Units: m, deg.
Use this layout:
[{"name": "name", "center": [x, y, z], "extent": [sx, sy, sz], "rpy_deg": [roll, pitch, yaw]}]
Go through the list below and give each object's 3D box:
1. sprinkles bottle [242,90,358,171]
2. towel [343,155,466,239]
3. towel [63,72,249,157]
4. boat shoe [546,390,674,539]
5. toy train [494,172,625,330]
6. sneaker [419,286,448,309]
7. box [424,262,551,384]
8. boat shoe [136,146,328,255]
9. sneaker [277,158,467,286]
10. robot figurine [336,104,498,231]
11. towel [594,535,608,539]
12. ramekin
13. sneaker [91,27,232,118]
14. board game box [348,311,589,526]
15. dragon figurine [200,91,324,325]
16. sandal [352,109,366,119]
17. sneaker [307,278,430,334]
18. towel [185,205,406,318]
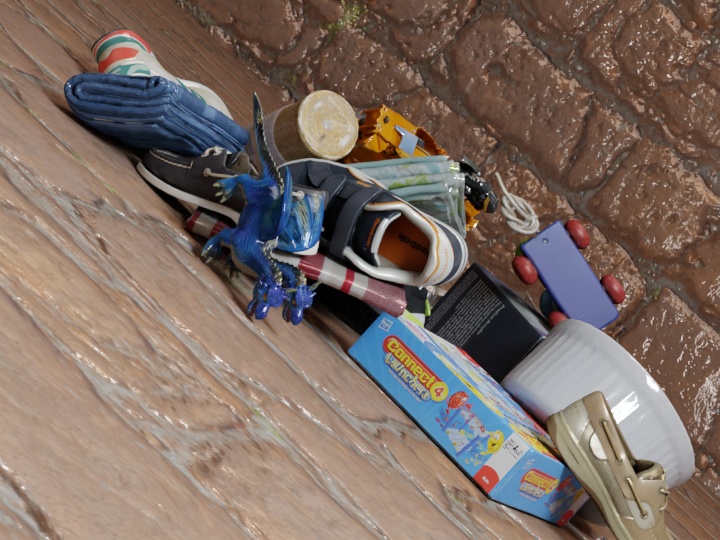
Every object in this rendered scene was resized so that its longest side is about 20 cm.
[{"name": "sprinkles bottle", "center": [-0.083, -0.118, 1.714], "extent": [0.068, 0.068, 0.200], "rpy_deg": [39, -29, -21]}, {"name": "towel", "center": [0.004, -0.056, 1.718], "extent": [0.171, 0.200, 0.048], "rpy_deg": [72, 13, -72]}, {"name": "towel", "center": [-0.183, -0.132, 1.611], "extent": [0.111, 0.049, 0.200], "rpy_deg": [6, -7, 20]}, {"name": "boat shoe", "center": [0.244, 0.199, 1.577], "extent": [0.200, 0.064, 0.071], "rpy_deg": [54, 12, -13]}, {"name": "toy train", "center": [0.192, -0.022, 1.892], "extent": [0.200, 0.085, 0.116], "rpy_deg": [56, -6, -5]}, {"name": "sneaker", "center": [0.043, 0.022, 2.077], "extent": [0.200, 0.078, 0.091], "rpy_deg": [44, -11, -10]}, {"name": "box", "center": [0.189, 0.122, 1.951], "extent": [0.200, 0.123, 0.198], "rpy_deg": [37, 8, -30]}, {"name": "boat shoe", "center": [-0.111, -0.075, 1.541], "extent": [0.200, 0.060, 0.074], "rpy_deg": [27, 13, 34]}, {"name": "sneaker", "center": [-0.003, -0.046, 1.576], "extent": [0.200, 0.079, 0.079], "rpy_deg": [22, 10, 15]}, {"name": "robot figurine", "center": [0.048, -0.099, 1.819], "extent": [0.145, 0.058, 0.200], "rpy_deg": [1, -30, 49]}, {"name": "towel", "center": [0.287, 0.313, 1.618], "extent": [0.146, 0.030, 0.200], "rpy_deg": [46, 7, 31]}, {"name": "ramekin", "center": [0.224, 0.156, 1.740], "extent": [0.200, 0.098, 0.201], "rpy_deg": [47, -18, 21]}, {"name": "sneaker", "center": [-0.206, -0.171, 1.886], "extent": [0.200, 0.070, 0.093], "rpy_deg": [39, 24, -42]}, {"name": "board game box", "center": [0.107, 0.136, 1.615], "extent": [0.196, 0.056, 0.200], "rpy_deg": [44, 6, 28]}, {"name": "dragon figurine", "center": [-0.067, -0.046, 1.425], "extent": [0.099, 0.200, 0.059], "rpy_deg": [-2, -26, 35]}, {"name": "sandal", "center": [0.032, -0.130, 1.891], "extent": [0.200, 0.076, 0.043], "rpy_deg": [32, 49, -32]}, {"name": "sneaker", "center": [0.000, 0.000, 1.720], "extent": [0.072, 0.083, 0.200], "rpy_deg": [-4, -37, 38]}, {"name": "towel", "center": [-0.055, -0.011, 1.565], "extent": [0.200, 0.023, 0.144], "rpy_deg": [22, 8, -3]}]
